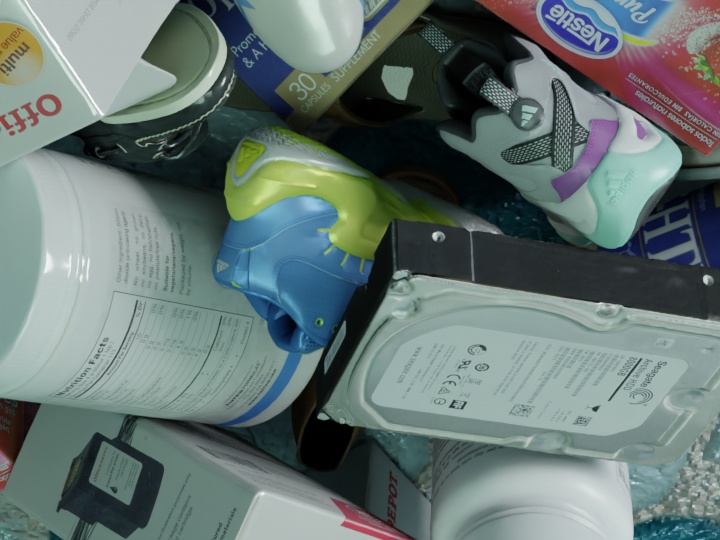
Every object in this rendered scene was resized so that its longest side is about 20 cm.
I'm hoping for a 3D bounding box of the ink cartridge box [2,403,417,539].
[{"bbox_3d":[-0.084,0.140,1.114,0.145,0.200,0.084,26,89,-44],"label":"ink cartridge box"}]

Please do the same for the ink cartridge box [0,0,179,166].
[{"bbox_3d":[-0.184,-0.133,0.893,0.128,0.125,0.200,-22,115,25],"label":"ink cartridge box"}]

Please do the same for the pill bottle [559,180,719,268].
[{"bbox_3d":[0.214,0.007,1.087,0.200,0.120,0.120,-22,122,18],"label":"pill bottle"}]

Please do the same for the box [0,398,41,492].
[{"bbox_3d":[-0.298,0.098,1.193,0.200,0.103,0.095,-24,122,18],"label":"box"}]

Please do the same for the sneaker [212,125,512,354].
[{"bbox_3d":[0.000,0.000,1.046,0.200,0.076,0.105,23,92,-34],"label":"sneaker"}]

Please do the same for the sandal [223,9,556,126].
[{"bbox_3d":[0.007,-0.103,1.058,0.200,0.055,0.082,10,126,-4],"label":"sandal"}]

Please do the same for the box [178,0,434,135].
[{"bbox_3d":[-0.062,-0.177,0.991,0.200,0.032,0.121,44,119,-5],"label":"box"}]

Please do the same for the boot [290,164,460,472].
[{"bbox_3d":[0.008,0.033,1.145,0.074,0.076,0.200,19,121,-4],"label":"boot"}]

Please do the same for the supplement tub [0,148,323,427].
[{"bbox_3d":[-0.126,0.011,1.057,0.200,0.132,0.132,12,132,-43],"label":"supplement tub"}]

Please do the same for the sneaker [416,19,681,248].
[{"bbox_3d":[0.086,-0.079,1.007,0.140,0.200,0.078,36,90,-1],"label":"sneaker"}]

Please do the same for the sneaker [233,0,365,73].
[{"bbox_3d":[-0.054,-0.181,0.928,0.072,0.072,0.200,-14,110,20],"label":"sneaker"}]

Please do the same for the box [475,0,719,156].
[{"bbox_3d":[0.124,-0.161,0.982,0.200,0.100,0.095,31,122,-18],"label":"box"}]

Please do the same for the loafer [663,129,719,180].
[{"bbox_3d":[0.254,-0.098,1.051,0.200,0.072,0.063,-13,105,4],"label":"loafer"}]

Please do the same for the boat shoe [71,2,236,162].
[{"bbox_3d":[-0.110,-0.086,1.018,0.066,0.075,0.199,43,155,-29],"label":"boat shoe"}]

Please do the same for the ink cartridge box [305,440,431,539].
[{"bbox_3d":[0.029,0.228,1.241,0.084,0.145,0.200,-29,119,22],"label":"ink cartridge box"}]

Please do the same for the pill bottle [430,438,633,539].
[{"bbox_3d":[0.096,0.123,1.127,0.113,0.200,0.114,2,126,2],"label":"pill bottle"}]

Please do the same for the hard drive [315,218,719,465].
[{"bbox_3d":[0.090,0.041,0.985,0.200,0.038,0.140,8,144,-15],"label":"hard drive"}]
